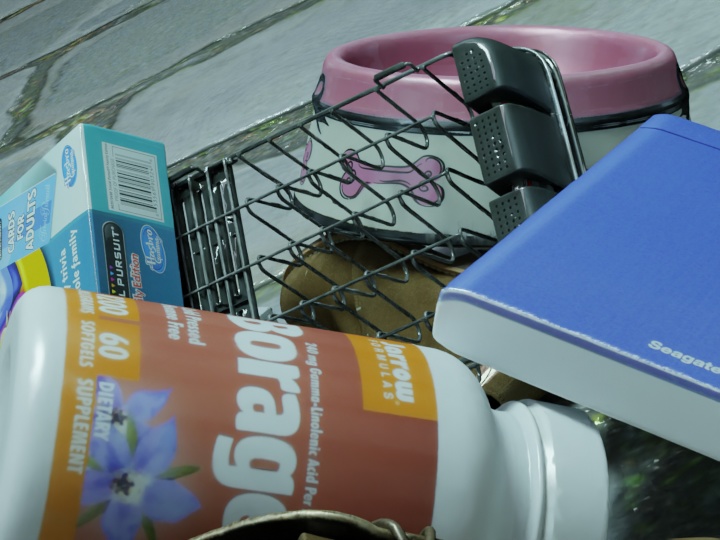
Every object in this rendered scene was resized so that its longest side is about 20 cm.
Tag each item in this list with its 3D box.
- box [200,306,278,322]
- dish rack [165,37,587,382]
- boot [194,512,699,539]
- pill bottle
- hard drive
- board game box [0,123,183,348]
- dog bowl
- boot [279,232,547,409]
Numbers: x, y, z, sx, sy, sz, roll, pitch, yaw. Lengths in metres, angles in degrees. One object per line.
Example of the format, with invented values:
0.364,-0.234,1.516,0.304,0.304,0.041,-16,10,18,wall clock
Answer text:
-0.124,0.073,0.982,0.117,0.060,0.199,-42,24,-30,box
0.000,0.000,0.832,0.199,0.054,0.154,-23,63,25,dish rack
0.019,0.103,0.565,0.199,0.076,0.074,-15,23,10,boot
-0.024,0.074,0.666,0.199,0.113,0.112,9,15,-15,pill bottle
0.130,0.001,0.737,0.131,0.025,0.200,21,31,22,hard drive
-0.153,0.050,0.889,0.200,0.047,0.152,-35,54,41,board game box
0.066,-0.069,0.945,0.199,0.074,0.200,-1,14,0,dog bowl
0.014,0.031,0.904,0.076,0.074,0.200,-49,29,-23,boot
